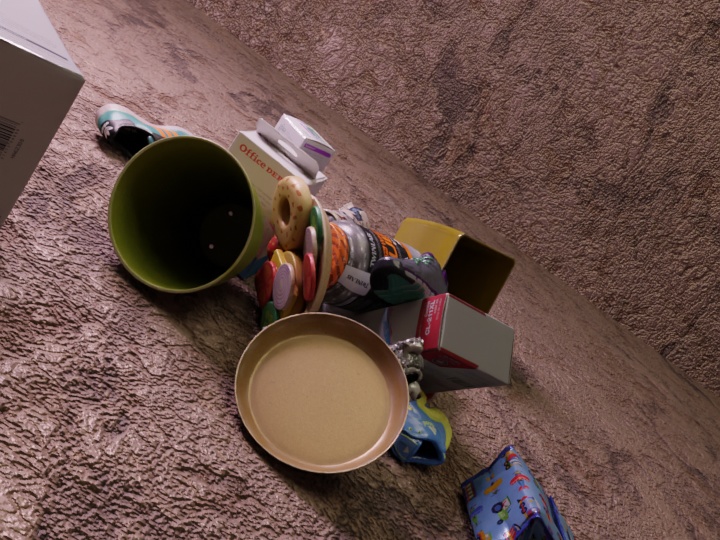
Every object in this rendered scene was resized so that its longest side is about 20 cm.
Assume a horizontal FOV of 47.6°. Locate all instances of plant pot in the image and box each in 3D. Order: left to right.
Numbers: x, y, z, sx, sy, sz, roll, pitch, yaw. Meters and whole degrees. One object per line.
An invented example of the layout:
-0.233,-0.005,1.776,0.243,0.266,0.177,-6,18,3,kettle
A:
-0.202,-0.059,1.069,0.187,0.188,0.200,40,1,9,plant pot
-0.044,0.138,0.918,0.196,0.028,0.203,7,52,-9,plant pot
0.150,0.005,1.612,0.199,0.202,0.176,20,12,-46,plant pot

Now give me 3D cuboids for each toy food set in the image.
-0.093,-0.010,1.092,0.048,0.202,0.199,10,33,-28,toy food set

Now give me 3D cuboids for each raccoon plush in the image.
-0.011,0.100,1.003,0.200,0.134,0.097,44,-17,-8,raccoon plush

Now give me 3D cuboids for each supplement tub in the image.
0.000,0.000,1.196,0.199,0.123,0.123,19,24,-47,supplement tub

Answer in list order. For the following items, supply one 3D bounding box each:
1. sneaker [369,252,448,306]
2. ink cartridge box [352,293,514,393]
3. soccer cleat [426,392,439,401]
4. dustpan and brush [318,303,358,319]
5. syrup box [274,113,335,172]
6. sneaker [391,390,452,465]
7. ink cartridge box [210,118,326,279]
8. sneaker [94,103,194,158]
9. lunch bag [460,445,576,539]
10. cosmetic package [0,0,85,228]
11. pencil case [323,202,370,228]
0.070,0.004,1.139,0.200,0.073,0.089,41,50,-56,sneaker
0.094,0.109,1.152,0.145,0.199,0.084,27,63,-34,ink cartridge box
0.120,0.157,1.328,0.085,0.069,0.200,32,13,-15,soccer cleat
-0.042,0.075,1.246,0.138,0.058,0.200,31,8,13,dustpan and brush
-0.137,-0.149,1.366,0.081,0.201,0.079,17,24,-50,syrup box
0.045,0.184,1.070,0.199,0.076,0.105,35,16,-13,sneaker
-0.151,-0.114,1.236,0.128,0.201,0.125,38,16,4,ink cartridge box
-0.335,-0.200,1.330,0.198,0.072,0.080,17,29,-39,sneaker
0.232,0.351,1.035,0.200,0.094,0.151,46,12,-17,lunch bag
-0.418,-0.192,0.871,0.122,0.200,0.200,20,23,-46,cosmetic package
-0.046,-0.086,1.609,0.090,0.077,0.200,61,19,5,pencil case
